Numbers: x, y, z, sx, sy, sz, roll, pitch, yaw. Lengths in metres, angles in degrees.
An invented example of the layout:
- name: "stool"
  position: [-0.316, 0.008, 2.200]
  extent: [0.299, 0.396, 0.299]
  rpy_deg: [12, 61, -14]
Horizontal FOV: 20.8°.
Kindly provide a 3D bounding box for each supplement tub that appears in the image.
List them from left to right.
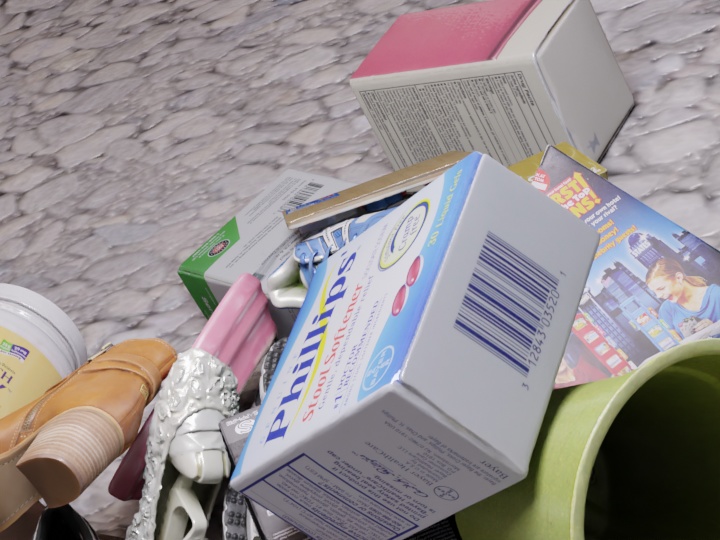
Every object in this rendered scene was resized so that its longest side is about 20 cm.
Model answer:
- name: "supplement tub"
  position: [-0.327, 0.121, 1.656]
  extent: [0.145, 0.146, 0.200]
  rpy_deg: [-10, 35, 32]

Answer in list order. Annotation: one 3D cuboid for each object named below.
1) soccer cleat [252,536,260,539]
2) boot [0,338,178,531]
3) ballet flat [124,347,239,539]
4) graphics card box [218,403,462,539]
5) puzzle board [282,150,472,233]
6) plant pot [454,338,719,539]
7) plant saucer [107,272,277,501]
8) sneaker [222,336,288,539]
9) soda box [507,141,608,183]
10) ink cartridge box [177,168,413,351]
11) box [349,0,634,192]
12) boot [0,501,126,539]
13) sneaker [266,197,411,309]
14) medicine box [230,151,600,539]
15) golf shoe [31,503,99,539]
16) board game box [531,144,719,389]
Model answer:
- name: "soccer cleat"
  position: [-0.043, 0.209, 1.350]
  extent: [0.200, 0.084, 0.065]
  rpy_deg: [-47, -9, -26]
- name: "boot"
  position: [-0.233, 0.117, 1.438]
  extent: [0.199, 0.074, 0.155]
  rpy_deg: [-8, 29, 32]
- name: "ballet flat"
  position: [-0.121, 0.158, 1.410]
  extent: [0.071, 0.201, 0.072]
  rpy_deg: [14, 11, -3]
- name: "graphics card box"
  position: [-0.005, 0.164, 1.296]
  extent: [0.125, 0.051, 0.200]
  rpy_deg: [-22, 54, -7]
- name: "puzzle board"
  position: [0.014, -0.060, 1.515]
  extent: [0.150, 0.017, 0.200]
  rpy_deg: [-20, 4, -2]
- name: "plant pot"
  position: [0.154, 0.140, 1.176]
  extent: [0.200, 0.200, 0.190]
  rpy_deg: [-44, 19, -23]
- name: "plant saucer"
  position: [-0.123, 0.098, 1.521]
  extent: [0.201, 0.051, 0.201]
  rpy_deg: [-59, 1, 2]
- name: "sneaker"
  position: [-0.059, 0.150, 1.463]
  extent: [0.073, 0.080, 0.201]
  rpy_deg: [17, 52, -3]
- name: "soda box"
  position: [0.098, -0.027, 1.536]
  extent: [0.199, 0.064, 0.068]
  rpy_deg: [-24, 33, -16]
- name: "ink cartridge box"
  position: [-0.035, -0.001, 1.643]
  extent: [0.147, 0.083, 0.200]
  rpy_deg: [-42, 31, -22]
- name: "box"
  position: [0.114, -0.154, 1.701]
  extent: [0.199, 0.128, 0.109]
  rpy_deg: [-3, 38, 39]
- name: "boot"
  position: [-0.270, 0.184, 1.498]
  extent: [0.199, 0.147, 0.070]
  rpy_deg: [-17, 14, 24]
- name: "sneaker"
  position: [0.000, 0.000, 1.419]
  extent: [0.077, 0.076, 0.200]
  rpy_deg: [-19, -3, -28]
- name: "medicine box"
  position: [0.032, 0.057, 1.209]
  extent: [0.200, 0.103, 0.183]
  rpy_deg: [-35, 27, 50]
- name: "golf shoe"
  position: [-0.207, 0.254, 1.363]
  extent: [0.072, 0.092, 0.201]
  rpy_deg: [-11, 46, -4]
- name: "board game box"
  position: [0.154, 0.019, 1.366]
  extent: [0.200, 0.062, 0.200]
  rpy_deg: [-34, 60, -10]
